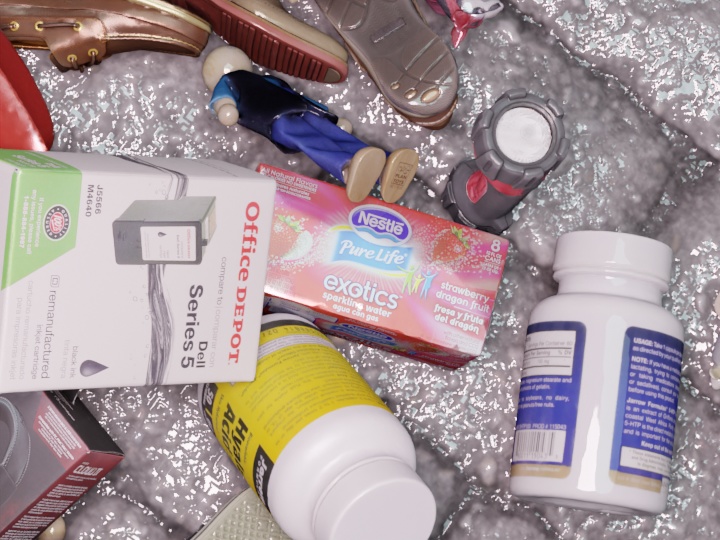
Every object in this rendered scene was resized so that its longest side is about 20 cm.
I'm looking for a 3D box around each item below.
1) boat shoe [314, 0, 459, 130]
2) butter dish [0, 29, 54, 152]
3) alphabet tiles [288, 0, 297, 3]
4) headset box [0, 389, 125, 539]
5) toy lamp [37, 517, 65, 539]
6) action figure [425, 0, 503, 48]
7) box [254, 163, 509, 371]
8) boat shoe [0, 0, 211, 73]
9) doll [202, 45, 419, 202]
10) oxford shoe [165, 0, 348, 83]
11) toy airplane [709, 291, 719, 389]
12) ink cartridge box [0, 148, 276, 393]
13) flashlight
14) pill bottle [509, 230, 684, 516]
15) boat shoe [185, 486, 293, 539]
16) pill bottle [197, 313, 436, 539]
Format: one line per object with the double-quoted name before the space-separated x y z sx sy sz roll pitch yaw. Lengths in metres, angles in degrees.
"boat shoe" 0.016 -0.189 1.347 0.075 0.072 0.201 -25 66 1
"butter dish" -0.301 -0.111 1.253 0.200 0.148 0.200 -35 87 29
"alphabet tiles" -0.065 -0.275 1.317 0.166 0.006 0.200 -30 51 -19
"headset box" -0.276 0.125 1.206 0.200 0.077 0.149 -42 75 4
"toy lamp" -0.226 0.147 1.259 0.058 0.058 0.201 -3 82 -9
"action figure" 0.075 -0.266 1.322 0.148 0.134 0.201 23 56 -25
"box" 0.000 0.000 1.297 0.199 0.100 0.096 17 79 -5
"boat shoe" -0.214 -0.181 1.312 0.199 0.072 0.068 9 84 -1
"doll" -0.048 -0.112 1.295 0.200 0.136 0.049 34 111 33
"oxford shoe" -0.088 -0.215 1.336 0.199 0.070 0.075 30 72 -4
"toy airplane" 0.343 0.090 1.285 0.140 0.200 0.200 -12 82 -23
"ink cartridge box" -0.163 -0.001 1.157 0.199 0.084 0.146 0 102 -38
"flashlight" 0.099 -0.076 1.273 0.068 0.200 0.068 17 79 -6
"pill bottle" 0.181 0.078 1.303 0.119 0.120 0.201 10 80 -7
"boat shoe" -0.094 0.211 1.268 0.200 0.062 0.075 -33 89 -28
"pill bottle" -0.029 0.124 1.213 0.111 0.200 0.112 -15 125 -23
